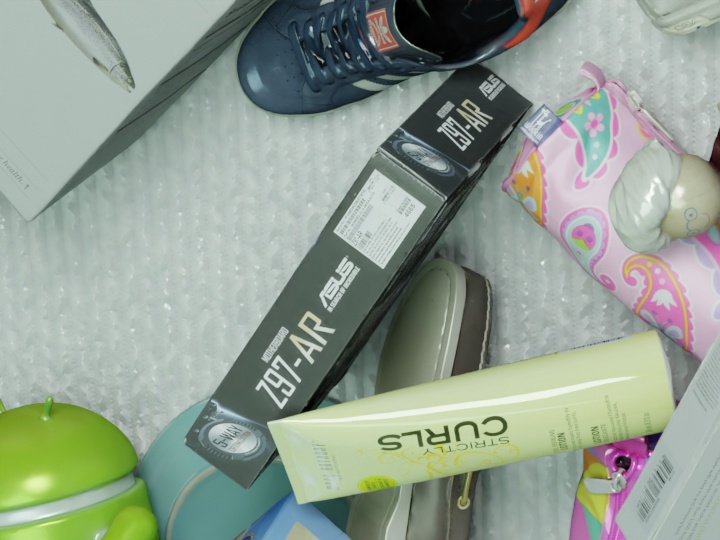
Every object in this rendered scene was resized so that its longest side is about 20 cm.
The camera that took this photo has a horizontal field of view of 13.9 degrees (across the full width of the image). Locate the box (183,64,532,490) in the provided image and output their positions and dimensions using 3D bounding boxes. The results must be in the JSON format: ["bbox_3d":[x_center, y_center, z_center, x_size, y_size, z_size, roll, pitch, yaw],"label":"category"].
[{"bbox_3d":[0.000,0.000,1.507,0.043,0.160,0.200,36,118,3],"label":"box"}]

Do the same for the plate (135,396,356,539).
[{"bbox_3d":[-0.044,0.163,1.658,0.199,0.026,0.201,7,110,19],"label":"plate"}]

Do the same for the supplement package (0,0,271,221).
[{"bbox_3d":[-0.129,-0.141,1.515,0.117,0.117,0.200,47,126,1],"label":"supplement package"}]

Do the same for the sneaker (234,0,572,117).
[{"bbox_3d":[0.012,-0.125,1.500,0.199,0.085,0.075,-22,100,26],"label":"sneaker"}]

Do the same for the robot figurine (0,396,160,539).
[{"bbox_3d":[-0.168,0.165,1.649,0.175,0.115,0.201,-2,102,56],"label":"robot figurine"}]

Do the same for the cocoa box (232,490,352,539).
[{"bbox_3d":[-0.020,0.244,1.536,0.200,0.134,0.131,42,129,-7],"label":"cocoa box"}]

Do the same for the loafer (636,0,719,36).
[{"bbox_3d":[0.210,-0.181,1.412,0.199,0.070,0.070,-26,106,27],"label":"loafer"}]

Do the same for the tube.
[{"bbox_3d":[0.058,0.077,1.470,0.199,0.052,0.058,-12,102,3],"label":"tube"}]

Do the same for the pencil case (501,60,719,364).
[{"bbox_3d":[0.163,-0.012,1.483,0.200,0.087,0.088,43,118,4],"label":"pencil case"}]

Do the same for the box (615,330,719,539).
[{"bbox_3d":[0.239,0.086,1.446,0.145,0.199,0.036,-65,35,26],"label":"box"}]

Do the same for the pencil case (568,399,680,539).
[{"bbox_3d":[0.142,0.161,1.553,0.088,0.088,0.201,13,113,16],"label":"pencil case"}]

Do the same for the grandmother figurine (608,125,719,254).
[{"bbox_3d":[0.214,-0.058,1.413,0.199,0.061,0.122,-19,122,1],"label":"grandmother figurine"}]

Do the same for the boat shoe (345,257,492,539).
[{"bbox_3d":[0.041,0.092,1.580,0.059,0.072,0.201,8,101,-24],"label":"boat shoe"}]

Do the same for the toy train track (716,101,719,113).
[{"bbox_3d":[0.242,-0.121,1.409,0.200,0.114,0.033,-44,62,45],"label":"toy train track"}]
